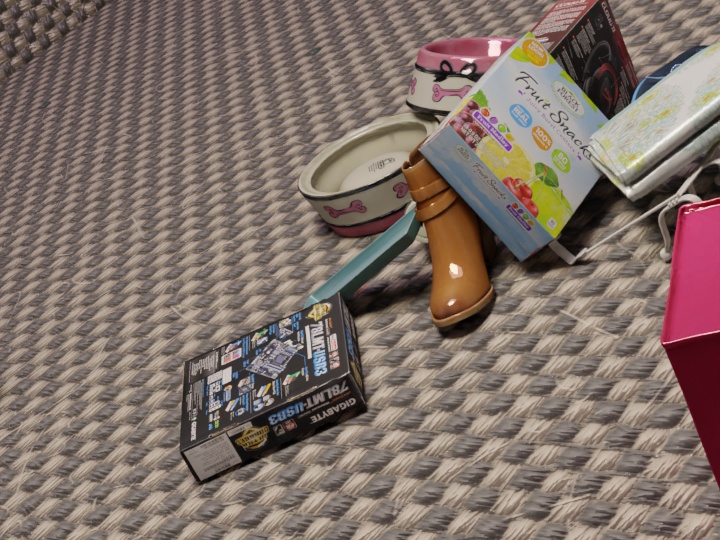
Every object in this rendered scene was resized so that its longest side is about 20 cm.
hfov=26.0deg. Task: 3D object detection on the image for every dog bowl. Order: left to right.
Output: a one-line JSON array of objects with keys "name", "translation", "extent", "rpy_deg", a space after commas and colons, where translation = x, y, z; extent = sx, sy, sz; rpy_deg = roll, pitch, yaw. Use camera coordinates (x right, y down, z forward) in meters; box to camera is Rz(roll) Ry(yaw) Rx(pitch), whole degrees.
[{"name": "dog bowl", "translation": [0.023, -0.119, 1.986], "extent": [0.198, 0.074, 0.201], "rpy_deg": [-22, 24, 10]}, {"name": "dog bowl", "translation": [0.158, -0.251, 2.003], "extent": [0.198, 0.075, 0.200], "rpy_deg": [-1, 17, 0]}]

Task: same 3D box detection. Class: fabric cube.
[{"name": "fabric cube", "translation": [0.350, 0.057, 1.155], "extent": [0.194, 0.201, 0.201], "rpy_deg": [-16, 26, 26]}]

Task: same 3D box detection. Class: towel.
[{"name": "towel", "translation": [0.332, -0.157, 1.611], "extent": [0.199, 0.048, 0.171], "rpy_deg": [-38, 16, 8]}]

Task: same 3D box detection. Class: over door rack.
[{"name": "over door rack", "translation": [0.313, -0.071, 1.622], "extent": [0.199, 0.067, 0.148], "rpy_deg": [-20, 21, 50]}]

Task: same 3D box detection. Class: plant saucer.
[{"name": "plant saucer", "translation": [0.000, 0.000, 1.755], "extent": [0.200, 0.019, 0.070], "rpy_deg": [-39, 14, 33]}]

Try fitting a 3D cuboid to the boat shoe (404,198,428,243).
[{"name": "boat shoe", "translation": [0.146, -0.086, 1.797], "extent": [0.199, 0.073, 0.060], "rpy_deg": [-17, 11, 2]}]

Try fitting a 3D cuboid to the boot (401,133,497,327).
[{"name": "boot", "translation": [0.086, -0.044, 1.673], "extent": [0.073, 0.156, 0.201], "rpy_deg": [-18, 25, 19]}]

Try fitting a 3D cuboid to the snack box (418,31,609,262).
[{"name": "snack box", "translation": [0.179, -0.138, 1.698], "extent": [0.068, 0.169, 0.200], "rpy_deg": [-37, 10, 48]}]

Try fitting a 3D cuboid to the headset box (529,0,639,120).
[{"name": "headset box", "translation": [0.256, -0.227, 1.871], "extent": [0.074, 0.150, 0.200], "rpy_deg": [-2, 35, 42]}]

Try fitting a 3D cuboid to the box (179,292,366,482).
[{"name": "box", "translation": [-0.096, 0.120, 1.665], "extent": [0.197, 0.050, 0.200], "rpy_deg": [-24, 24, 6]}]

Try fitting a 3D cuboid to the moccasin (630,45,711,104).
[{"name": "moccasin", "translation": [0.375, -0.215, 1.807], "extent": [0.068, 0.081, 0.200], "rpy_deg": [-19, 24, 45]}]
